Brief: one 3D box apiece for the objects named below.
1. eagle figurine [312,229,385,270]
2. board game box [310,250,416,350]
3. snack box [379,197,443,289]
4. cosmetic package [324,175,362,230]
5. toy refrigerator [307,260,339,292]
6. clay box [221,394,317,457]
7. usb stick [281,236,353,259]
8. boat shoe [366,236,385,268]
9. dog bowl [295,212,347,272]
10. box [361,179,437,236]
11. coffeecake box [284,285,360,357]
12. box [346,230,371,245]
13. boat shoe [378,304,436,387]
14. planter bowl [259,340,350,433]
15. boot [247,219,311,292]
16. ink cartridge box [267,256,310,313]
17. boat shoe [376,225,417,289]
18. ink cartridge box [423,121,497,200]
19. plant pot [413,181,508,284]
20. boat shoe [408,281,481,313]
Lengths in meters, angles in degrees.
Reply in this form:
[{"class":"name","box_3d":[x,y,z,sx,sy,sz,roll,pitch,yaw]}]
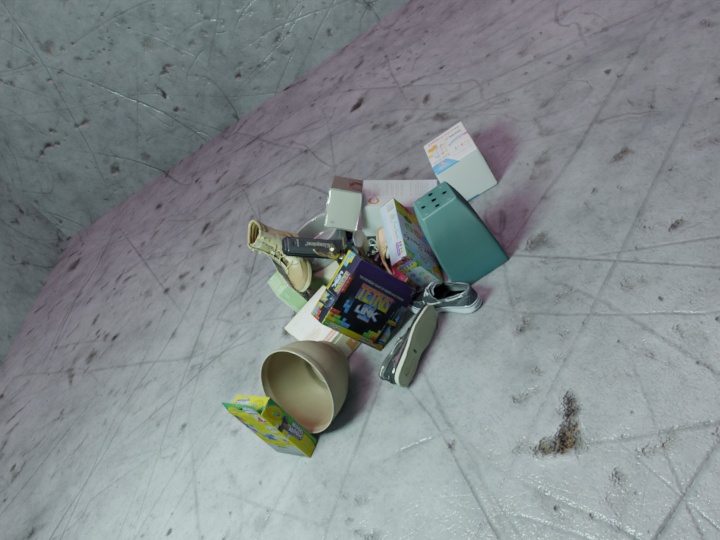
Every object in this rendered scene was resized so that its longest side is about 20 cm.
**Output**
[{"class":"eagle figurine","box_3d":[-0.001,0.007,1.561,0.151,0.152,0.199,-23,38,-30]},{"class":"board game box","box_3d":[0.012,0.071,1.424,0.166,0.199,0.057,-58,41,5]},{"class":"snack box","box_3d":[0.121,-0.063,1.534,0.053,0.142,0.201,-36,40,27]},{"class":"cosmetic package","box_3d":[-0.042,-0.180,1.687,0.086,0.105,0.200,9,19,-1]},{"class":"toy refrigerator","box_3d":[-0.086,0.021,1.746,0.199,0.076,0.070,3,51,47]},{"class":"clay box","box_3d":[-0.194,0.325,1.363,0.114,0.200,0.048,-5,45,41]},{"class":"usb stick","box_3d":[-0.108,-0.057,1.656,0.033,0.198,0.056,-43,50,53]},{"class":"boat shoe","box_3d":[0.052,-0.051,1.680,0.073,0.068,0.200,20,54,17]},{"class":"dog bowl","box_3d":[-0.116,-0.084,1.784,0.199,0.059,0.201,-27,32,19]},{"class":"box","box_3d":[0.104,-0.165,1.676,0.197,0.098,0.125,1,41,4]},{"class":"coffeecake box","box_3d":[-0.079,0.140,1.591,0.154,0.073,0.199,-48,32,-11]},{"class":"box","box_3d":[-0.037,-0.067,1.806,0.064,0.070,0.199,-49,33,-15]},{"class":"boat shoe","box_3d":[0.104,0.155,1.384,0.067,0.072,0.201,5,55,43]},{"class":"planter bowl","box_3d":[-0.105,0.238,1.414,0.199,0.202,0.134,-11,14,37]},{"class":"boot","box_3d":[-0.212,-0.040,1.655,0.073,0.155,0.201,-42,49,27]},{"class":"ink cartridge box","box_3d":[-0.190,0.054,1.744,0.048,0.145,0.200,-47,32,0]},{"class":"boat shoe","box_3d":[0.087,-0.038,1.574,0.073,0.069,0.201,-25,60,3]},{"class":"ink cartridge box","box_3d":[0.263,-0.292,1.721,0.128,0.125,0.201,-31,33,14]},{"class":"plant pot","box_3d":[0.215,-0.090,1.450,0.141,0.200,0.142,-33,32,9]},{"class":"boat shoe","box_3d":[0.175,0.056,1.436,0.199,0.068,0.072,0,49,47]}]
